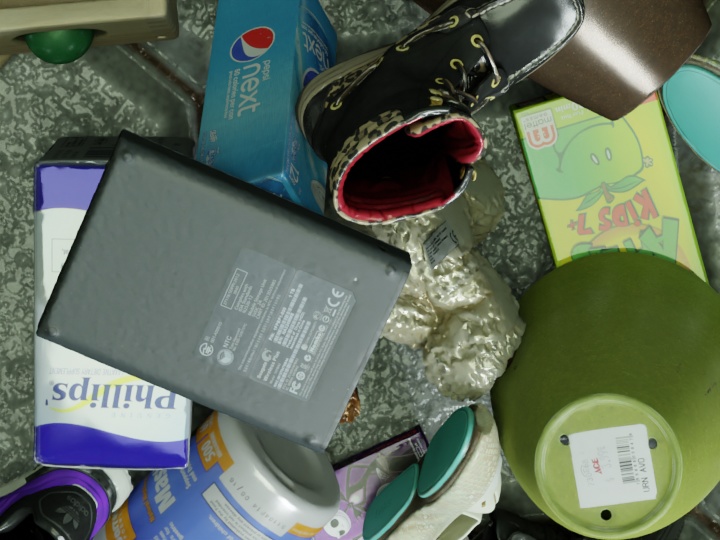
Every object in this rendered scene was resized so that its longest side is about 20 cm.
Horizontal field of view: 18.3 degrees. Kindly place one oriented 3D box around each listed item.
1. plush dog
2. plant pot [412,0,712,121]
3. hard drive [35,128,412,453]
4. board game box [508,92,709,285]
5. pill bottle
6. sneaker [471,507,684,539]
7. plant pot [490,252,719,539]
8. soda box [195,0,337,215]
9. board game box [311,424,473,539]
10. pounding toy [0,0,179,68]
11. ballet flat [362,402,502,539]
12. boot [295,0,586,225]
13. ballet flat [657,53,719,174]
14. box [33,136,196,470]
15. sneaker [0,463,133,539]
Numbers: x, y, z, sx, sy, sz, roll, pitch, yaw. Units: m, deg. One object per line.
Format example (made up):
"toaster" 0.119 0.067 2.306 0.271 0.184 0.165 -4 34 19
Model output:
"plush dog" 0.000 0.000 1.513 0.171 0.201 0.160 -32 134 26
"plant pot" 0.133 -0.203 1.481 0.200 0.187 0.187 45 96 -6
"hard drive" -0.086 0.015 1.400 0.199 0.033 0.140 23 106 -10
"board game box" 0.180 -0.032 1.578 0.101 0.048 0.202 -16 98 2
"pill bottle" -0.117 0.189 1.571 0.112 0.112 0.200 45 108 -6
"sneaker" 0.129 0.204 1.593 0.199 0.060 0.104 -40 104 -4
"plant pot" 0.167 0.099 1.472 0.185 0.200 0.189 2 101 9
"soda box" -0.061 -0.104 1.485 0.067 0.201 0.064 -15 134 18
"board game box" 0.031 0.228 1.629 0.119 0.032 0.201 -24 98 8
"pounding toy" -0.220 -0.209 1.521 0.182 0.142 0.202 -5 88 0
"ballet flat" 0.063 0.147 1.526 0.062 0.200 0.068 21 59 -12
"boot" 0.056 -0.106 1.362 0.199 0.151 0.074 -24 115 6
"ballet flat" 0.285 -0.086 1.561 0.200 0.071 0.071 42 96 -10
"box" -0.164 0.017 1.516 0.104 0.184 0.202 0 98 -3
"sneaker" -0.245 0.196 1.552 0.070 0.100 0.200 42 130 -9
